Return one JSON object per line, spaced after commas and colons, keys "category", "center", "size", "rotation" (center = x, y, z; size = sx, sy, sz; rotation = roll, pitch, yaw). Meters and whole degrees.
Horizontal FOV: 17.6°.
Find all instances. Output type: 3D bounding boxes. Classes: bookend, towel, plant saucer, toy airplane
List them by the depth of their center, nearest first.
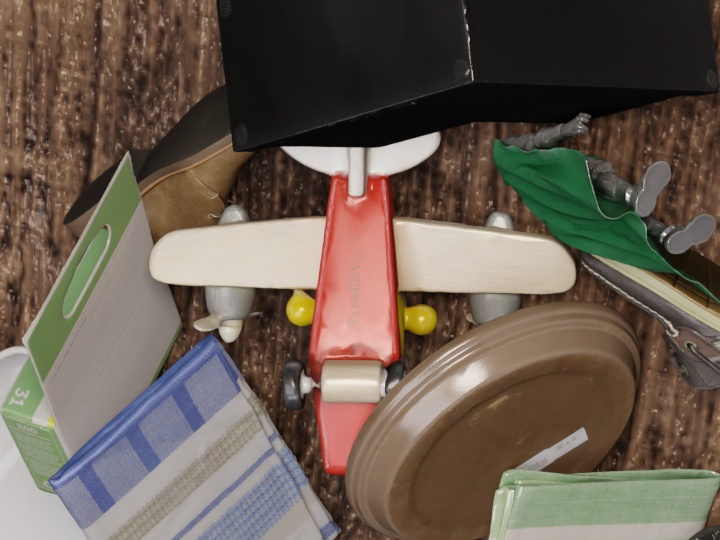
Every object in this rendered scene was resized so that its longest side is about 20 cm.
{"category": "bookend", "center": [0.060, -0.127, 1.305], "size": [0.198, 0.199, 0.093], "rotation": [-13, 82, 48]}
{"category": "plant saucer", "center": [0.085, 0.097, 1.380], "size": [0.200, 0.200, 0.030], "rotation": [-58, 49, 31]}
{"category": "toy airplane", "center": [0.000, 0.000, 1.416], "size": [0.199, 0.141, 0.200], "rotation": [-44, 77, -4]}
{"category": "towel", "center": [0.130, 0.209, 1.449], "size": [0.152, 0.023, 0.201], "rotation": [2, 119, -24]}
{"category": "towel", "center": [-0.102, 0.153, 1.482], "size": [0.024, 0.147, 0.200], "rotation": [25, 151, 48]}

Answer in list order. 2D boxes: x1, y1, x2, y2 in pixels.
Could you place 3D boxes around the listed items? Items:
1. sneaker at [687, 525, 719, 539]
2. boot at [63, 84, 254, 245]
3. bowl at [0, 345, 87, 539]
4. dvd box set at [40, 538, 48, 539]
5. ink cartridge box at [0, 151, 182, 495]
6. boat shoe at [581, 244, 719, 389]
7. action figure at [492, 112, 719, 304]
{"category": "sneaker", "center": [0.182, 0.255, 1.448], "size": [0.075, 0.201, 0.116], "rotation": [25, 164, -9]}
{"category": "boot", "center": [-0.098, -0.058, 1.469], "size": [0.075, 0.074, 0.200], "rotation": [45, 130, -17]}
{"category": "bowl", "center": [-0.207, 0.167, 1.575], "size": [0.200, 0.075, 0.200], "rotation": [43, 109, 11]}
{"category": "dvd box set", "center": [-0.130, 0.266, 1.631], "size": [0.199, 0.029, 0.147], "rotation": [8, 114, 20]}
{"category": "ink cartridge box", "center": [-0.172, 0.034, 1.429], "size": [0.048, 0.146, 0.200], "rotation": [15, 150, 18]}
{"category": "boat shoe", "center": [0.211, 0.042, 1.362], "size": [0.200, 0.073, 0.065], "rotation": [31, 115, 9]}
{"category": "action figure", "center": [0.126, -0.047, 1.315], "size": [0.055, 0.200, 0.118], "rotation": [-45, 114, -8]}
